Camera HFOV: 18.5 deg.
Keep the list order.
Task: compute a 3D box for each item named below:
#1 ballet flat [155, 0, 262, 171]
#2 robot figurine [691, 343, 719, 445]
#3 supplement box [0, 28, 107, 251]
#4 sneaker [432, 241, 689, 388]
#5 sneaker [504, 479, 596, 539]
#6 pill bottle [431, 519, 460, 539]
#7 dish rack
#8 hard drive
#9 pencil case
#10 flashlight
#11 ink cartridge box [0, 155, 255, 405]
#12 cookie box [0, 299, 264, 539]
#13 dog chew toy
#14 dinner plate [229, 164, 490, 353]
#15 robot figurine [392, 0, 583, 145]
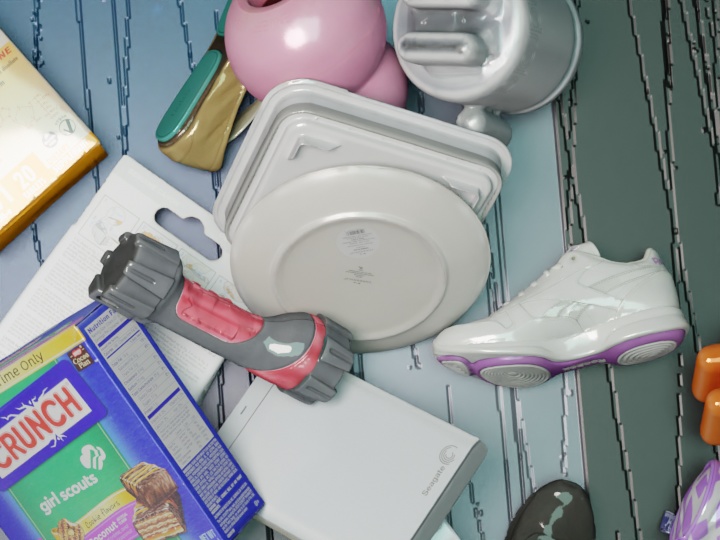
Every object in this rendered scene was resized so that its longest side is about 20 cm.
[{"bbox_3d":[-0.092,-0.170,1.747,0.063,0.069,0.201,30,89,-27],"label":"ballet flat"},{"bbox_3d":[0.358,0.086,1.700,0.199,0.144,0.117,-5,109,0],"label":"robot figurine"},{"bbox_3d":[-0.310,-0.128,1.727,0.126,0.074,0.200,-42,87,-4],"label":"supplement box"},{"bbox_3d":[0.152,0.034,1.734,0.199,0.075,0.100,-9,68,-1],"label":"sneaker"},{"bbox_3d":[0.133,0.258,1.699,0.076,0.091,0.201,19,85,3],"label":"sneaker"},{"bbox_3d":[-0.011,0.255,1.687,0.200,0.112,0.112,-38,87,-2],"label":"pill bottle"},{"bbox_3d":[0.001,-0.050,1.670,0.199,0.172,0.044,15,41,-16],"label":"dish rack"},{"bbox_3d":[-0.019,0.146,1.673,0.199,0.027,0.132,25,72,34],"label":"hard drive"},{"bbox_3d":[0.334,0.220,1.705,0.199,0.084,0.086,24,52,2],"label":"pencil case"},{"bbox_3d":[-0.098,0.032,1.637,0.200,0.068,0.068,31,69,-29],"label":"flashlight"},{"bbox_3d":[-0.179,0.038,1.736,0.162,0.057,0.200,35,78,2],"label":"ink cartridge box"},{"bbox_3d":[-0.200,0.143,1.658,0.171,0.075,0.200,-31,97,29],"label":"cookie box"},{"bbox_3d":[-0.021,-0.145,1.691,0.124,0.125,0.200,-34,127,-3],"label":"dog chew toy"},{"bbox_3d":[0.000,0.000,1.675,0.199,0.201,0.024,-1,44,-1],"label":"dinner plate"},{"bbox_3d":[0.100,-0.179,1.683,0.112,0.200,0.171,8,93,28],"label":"robot figurine"}]
